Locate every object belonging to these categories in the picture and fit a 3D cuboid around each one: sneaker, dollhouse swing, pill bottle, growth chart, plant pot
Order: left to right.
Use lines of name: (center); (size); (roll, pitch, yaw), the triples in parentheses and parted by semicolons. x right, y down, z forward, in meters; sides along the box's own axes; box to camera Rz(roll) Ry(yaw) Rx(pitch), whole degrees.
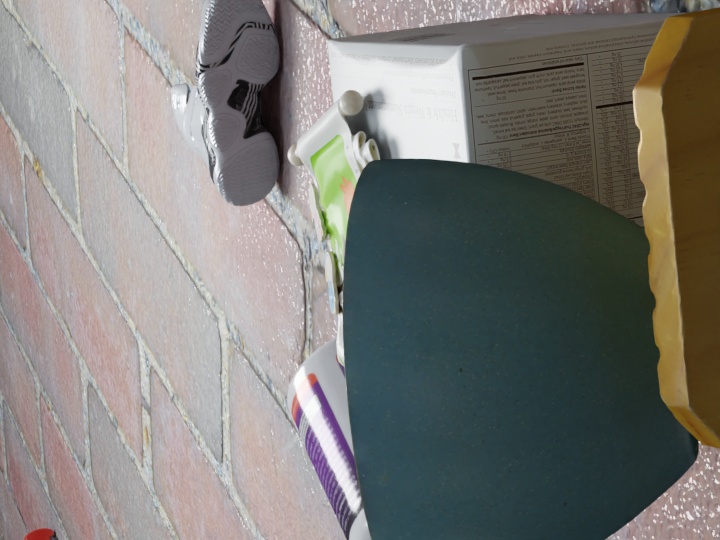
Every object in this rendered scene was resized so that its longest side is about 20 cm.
sneaker: (-0.122, -0.165, 1.652); (0.115, 0.074, 0.202); (-135, 36, -52)
growth chart: (0.000, 0.000, 1.075); (0.145, 0.018, 0.202); (128, 131, -65)
pill bottle: (0.031, 0.147, 1.351); (0.112, 0.110, 0.201); (102, 151, -45)
plant pot: (0.080, 0.045, 0.856); (0.200, 0.133, 0.202); (-5, -90, -77)
dollhouse swing: (0.160, -0.035, 0.830); (0.181, 0.174, 0.202); (-159, 60, -66)

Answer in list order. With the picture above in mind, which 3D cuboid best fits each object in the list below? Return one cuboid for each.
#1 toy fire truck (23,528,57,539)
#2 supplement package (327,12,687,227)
toy fire truck: (-0.492, 0.517, 3.002); (0.141, 0.048, 0.202); (126, 130, -64)
supplement package: (0.087, -0.035, 1.061); (0.191, 0.146, 0.202); (-163, 65, -67)
